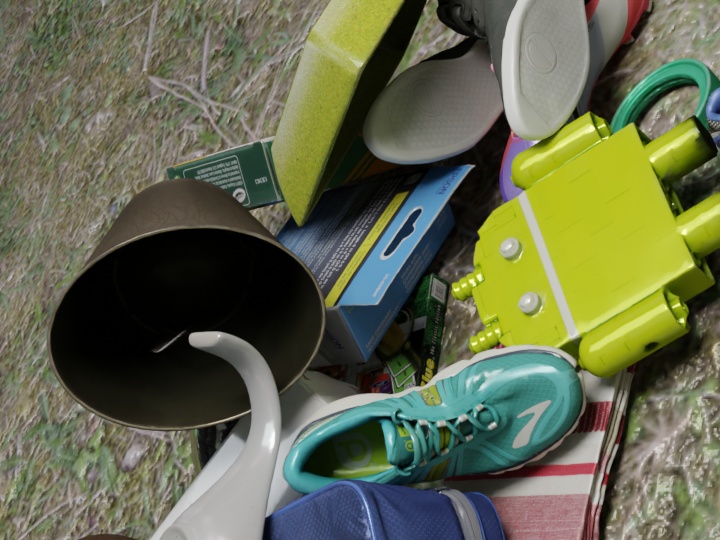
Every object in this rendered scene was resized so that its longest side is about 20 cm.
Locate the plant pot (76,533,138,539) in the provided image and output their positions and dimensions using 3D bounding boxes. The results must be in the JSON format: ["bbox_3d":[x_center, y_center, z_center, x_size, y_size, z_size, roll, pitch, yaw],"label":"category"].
[{"bbox_3d":[-0.190,0.291,1.158,0.187,0.187,0.200,-41,24,23],"label":"plant pot"}]

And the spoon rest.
[{"bbox_3d":[-0.086,0.141,1.011,0.099,0.060,0.201,-3,78,56],"label":"spoon rest"}]

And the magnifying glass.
[{"bbox_3d":[0.173,-0.060,1.098,0.200,0.022,0.080,-54,32,-2],"label":"magnifying glass"}]

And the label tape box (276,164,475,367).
[{"bbox_3d":[0.000,0.000,1.206,0.200,0.066,0.143,-7,41,50],"label":"label tape box"}]

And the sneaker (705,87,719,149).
[{"bbox_3d":[0.291,-0.106,0.951,0.200,0.078,0.076,-29,45,36],"label":"sneaker"}]

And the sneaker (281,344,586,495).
[{"bbox_3d":[0.045,0.104,1.005,0.199,0.080,0.078,-20,89,14],"label":"sneaker"}]

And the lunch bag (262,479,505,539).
[{"bbox_3d":[0.011,0.211,1.009,0.200,0.132,0.136,-29,61,42],"label":"lunch bag"}]

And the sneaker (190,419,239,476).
[{"bbox_3d":[-0.113,0.104,1.279,0.089,0.077,0.200,-50,28,36],"label":"sneaker"}]

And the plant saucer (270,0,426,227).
[{"bbox_3d":[-0.002,-0.160,1.158,0.200,0.048,0.200,-62,-2,-33],"label":"plant saucer"}]

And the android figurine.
[{"bbox_3d":[0.148,-0.014,1.041,0.200,0.041,0.182,-30,52,22],"label":"android figurine"}]

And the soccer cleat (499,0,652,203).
[{"bbox_3d":[0.141,-0.140,1.165,0.067,0.076,0.200,19,79,55],"label":"soccer cleat"}]

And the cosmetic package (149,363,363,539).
[{"bbox_3d":[-0.062,0.171,1.135,0.081,0.113,0.200,42,101,28],"label":"cosmetic package"}]

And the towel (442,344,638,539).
[{"bbox_3d":[0.119,0.094,1.065,0.144,0.023,0.201,-11,54,49],"label":"towel"}]

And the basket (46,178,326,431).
[{"bbox_3d":[-0.123,0.012,1.127,0.180,0.136,0.200,-12,17,-4],"label":"basket"}]

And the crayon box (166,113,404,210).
[{"bbox_3d":[-0.038,-0.090,1.299,0.126,0.200,0.052,-11,97,47],"label":"crayon box"}]

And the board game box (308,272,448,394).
[{"bbox_3d":[-0.016,0.075,1.246,0.200,0.023,0.105,-21,47,42],"label":"board game box"}]

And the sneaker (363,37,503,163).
[{"bbox_3d":[0.051,-0.118,1.205,0.099,0.071,0.200,-28,7,47],"label":"sneaker"}]

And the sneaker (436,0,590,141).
[{"bbox_3d":[0.101,-0.166,1.126,0.099,0.071,0.201,-25,52,45],"label":"sneaker"}]
